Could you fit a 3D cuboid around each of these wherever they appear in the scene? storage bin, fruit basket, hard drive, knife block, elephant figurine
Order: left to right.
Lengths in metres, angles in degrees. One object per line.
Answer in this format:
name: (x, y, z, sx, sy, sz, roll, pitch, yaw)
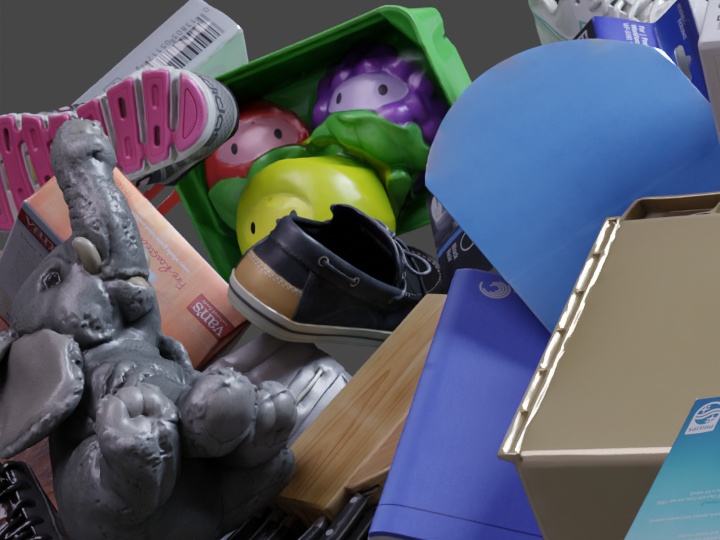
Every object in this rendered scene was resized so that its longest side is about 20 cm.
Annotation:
elephant figurine: (-0.132, 0.053, 1.409, 0.155, 0.142, 0.200, -37, 57, -18)
fruit basket: (-0.028, -0.059, 1.685, 0.215, 0.156, 0.216, -25, 10, 5)
knife block: (-0.010, 0.117, 1.434, 0.175, 0.064, 0.200, -27, 27, 16)
hard drive: (0.089, 0.080, 1.344, 0.131, 0.025, 0.200, 12, 40, 7)
storage bin: (0.191, 0.051, 1.234, 0.199, 0.094, 0.199, -4, 37, 30)

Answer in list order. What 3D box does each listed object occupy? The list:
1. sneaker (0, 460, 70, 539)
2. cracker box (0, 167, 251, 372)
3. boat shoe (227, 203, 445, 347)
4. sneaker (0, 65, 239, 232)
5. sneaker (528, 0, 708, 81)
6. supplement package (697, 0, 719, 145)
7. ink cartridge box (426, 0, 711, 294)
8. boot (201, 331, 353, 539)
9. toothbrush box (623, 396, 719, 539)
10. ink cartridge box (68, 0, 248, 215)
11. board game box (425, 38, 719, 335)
sneaker: (-0.192, 0.159, 1.543, 0.071, 0.098, 0.200, -37, 27, -9)
cracker box: (-0.141, 0.021, 1.583, 0.058, 0.134, 0.200, -42, -2, -21)
boat shoe: (0.000, 0.000, 1.526, 0.075, 0.200, 0.062, 38, 108, 25)
sneaker: (-0.154, -0.072, 1.670, 0.199, 0.074, 0.087, -20, -7, 29)
sneaker: (0.155, -0.137, 1.574, 0.070, 0.080, 0.200, -43, 26, -19)
supplement package: (0.279, -0.102, 1.346, 0.199, 0.122, 0.120, -4, 35, 19)
ink cartridge box: (0.113, -0.064, 1.521, 0.200, 0.039, 0.100, -47, 33, 29)
boot: (-0.082, 0.112, 1.471, 0.200, 0.096, 0.074, -42, -4, -26)
toothbrush box: (0.160, 0.164, 1.058, 0.085, 0.147, 0.200, -11, 35, 41)
ink cartridge box: (-0.138, -0.067, 1.823, 0.057, 0.200, 0.163, 37, 69, 26)
board game box: (0.130, -0.025, 1.416, 0.158, 0.200, 0.039, -33, -18, -23)
